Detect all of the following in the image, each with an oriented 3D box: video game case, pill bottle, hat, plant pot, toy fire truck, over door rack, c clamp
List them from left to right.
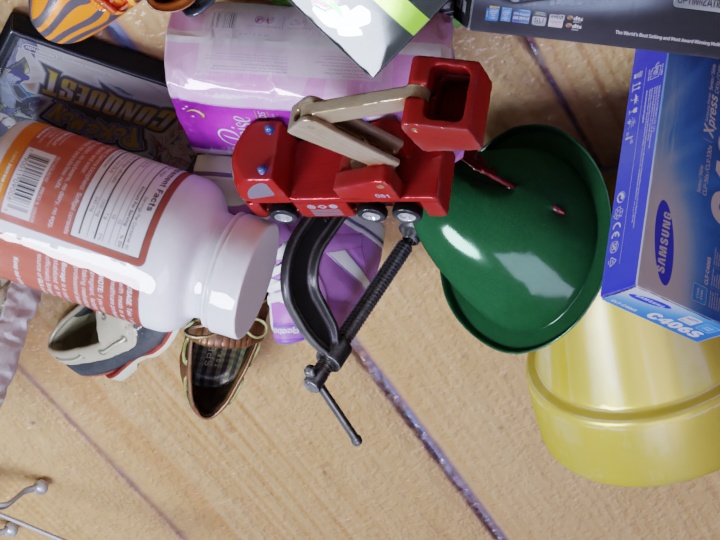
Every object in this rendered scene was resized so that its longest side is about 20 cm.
[{"bbox_3d":[-0.294,0.261,1.838,0.199,0.067,0.148,32,127,-8],"label":"over door rack"},{"bbox_3d":[-0.195,-0.088,1.528,0.198,0.026,0.181,17,132,-23],"label":"video game case"},{"bbox_3d":[-0.163,-0.024,1.452,0.198,0.113,0.113,19,137,10],"label":"pill bottle"},{"bbox_3d":[-0.002,-0.081,1.340,0.198,0.049,0.141,1,157,21],"label":"toy fire truck"},{"bbox_3d":[0.000,0.000,1.546,0.027,0.201,0.171,10,149,39],"label":"c clamp"},{"bbox_3d":[0.056,-0.047,1.483,0.175,0.200,0.166,15,114,-43],"label":"hat"},{"bbox_3d":[0.215,0.030,1.597,0.199,0.201,0.190,-13,121,6],"label":"plant pot"}]

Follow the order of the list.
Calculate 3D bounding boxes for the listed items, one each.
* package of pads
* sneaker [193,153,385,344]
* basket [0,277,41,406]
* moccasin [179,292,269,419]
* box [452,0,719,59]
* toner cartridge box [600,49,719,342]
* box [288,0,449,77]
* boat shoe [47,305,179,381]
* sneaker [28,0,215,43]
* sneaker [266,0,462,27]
[{"bbox_3d":[-0.028,-0.126,1.409,0.198,0.076,0.121,4,158,9],"label":"package of pads"},{"bbox_3d":[-0.055,-0.009,1.532,0.072,0.115,0.200,3,163,42],"label":"sneaker"},{"bbox_3d":[-0.361,0.077,1.521,0.160,0.202,0.198,27,154,-25],"label":"basket"},{"bbox_3d":[-0.106,0.038,1.632,0.073,0.078,0.202,10,134,-17],"label":"moccasin"},{"bbox_3d":[0.170,-0.228,1.362,0.198,0.050,0.159,6,106,-12],"label":"box"},{"bbox_3d":[0.231,-0.061,1.486,0.094,0.202,0.043,21,157,-27],"label":"toner cartridge box"},{"bbox_3d":[-0.004,-0.250,1.258,0.200,0.125,0.149,42,123,-6],"label":"box"},{"bbox_3d":[-0.182,0.032,1.600,0.062,0.072,0.200,18,152,-20],"label":"boat shoe"},{"bbox_3d":[-0.151,-0.196,1.356,0.077,0.113,0.200,28,127,-31],"label":"sneaker"},{"bbox_3d":[0.019,-0.213,1.388,0.198,0.077,0.084,0,140,-9],"label":"sneaker"}]
